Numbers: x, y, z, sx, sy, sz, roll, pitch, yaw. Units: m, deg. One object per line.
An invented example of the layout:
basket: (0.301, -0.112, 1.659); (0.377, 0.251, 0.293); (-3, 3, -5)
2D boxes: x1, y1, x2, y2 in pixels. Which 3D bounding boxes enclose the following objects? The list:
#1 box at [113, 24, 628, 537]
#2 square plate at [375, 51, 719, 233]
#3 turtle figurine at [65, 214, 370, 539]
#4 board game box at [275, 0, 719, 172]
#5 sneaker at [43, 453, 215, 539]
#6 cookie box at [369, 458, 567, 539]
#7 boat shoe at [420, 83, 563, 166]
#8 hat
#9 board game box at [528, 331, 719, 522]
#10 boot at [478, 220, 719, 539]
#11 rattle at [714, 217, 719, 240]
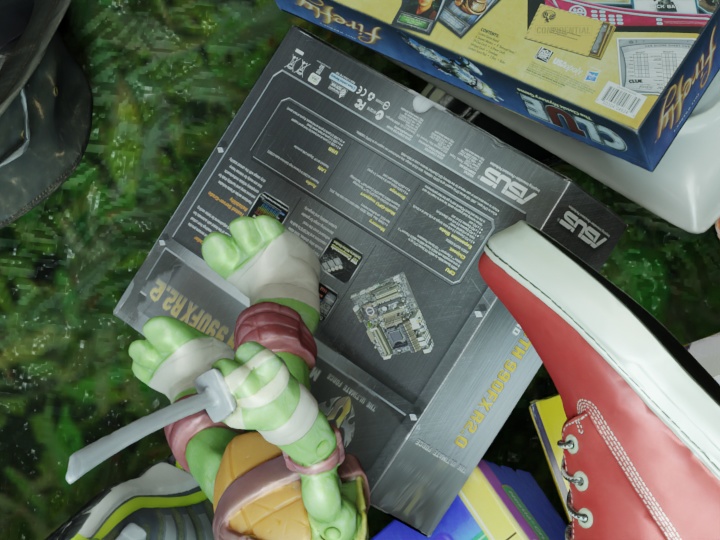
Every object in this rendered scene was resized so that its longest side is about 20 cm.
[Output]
box: (0.000, 0.000, 1.262); (0.200, 0.048, 0.159); (32, 90, 45)
square plate: (0.130, -0.134, 1.302); (0.198, 0.029, 0.200); (31, 67, 27)
turtle figurine: (-0.071, 0.068, 1.136); (0.198, 0.145, 0.195); (-3, 40, -5)
board game box: (0.074, -0.138, 1.239); (0.199, 0.035, 0.136); (26, 73, 29)
sneaker: (-0.094, 0.136, 1.255); (0.074, 0.200, 0.081); (-40, 85, 26)
cookie box: (0.032, 0.209, 1.241); (0.200, 0.075, 0.172); (-41, 68, 12)
boat shoe: (0.097, -0.083, 1.332); (0.199, 0.075, 0.062); (-33, 55, -5)
hat: (-0.172, -0.072, 1.360); (0.081, 0.200, 0.201); (41, 84, -24)
board game box: (0.185, 0.126, 1.278); (0.164, 0.057, 0.201); (-20, 74, 5)
boot: (0.086, 0.091, 1.149); (0.144, 0.072, 0.200); (-43, 83, 10)
rattle: (0.203, 0.081, 1.242); (0.130, 0.143, 0.200); (-26, 54, -30)
